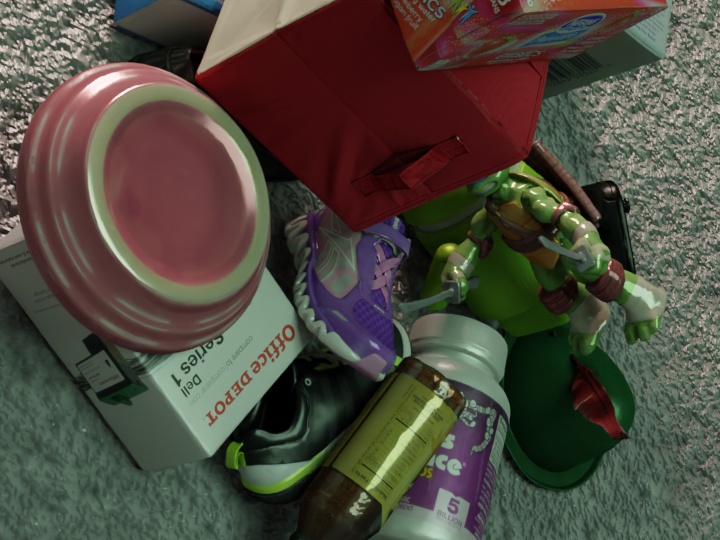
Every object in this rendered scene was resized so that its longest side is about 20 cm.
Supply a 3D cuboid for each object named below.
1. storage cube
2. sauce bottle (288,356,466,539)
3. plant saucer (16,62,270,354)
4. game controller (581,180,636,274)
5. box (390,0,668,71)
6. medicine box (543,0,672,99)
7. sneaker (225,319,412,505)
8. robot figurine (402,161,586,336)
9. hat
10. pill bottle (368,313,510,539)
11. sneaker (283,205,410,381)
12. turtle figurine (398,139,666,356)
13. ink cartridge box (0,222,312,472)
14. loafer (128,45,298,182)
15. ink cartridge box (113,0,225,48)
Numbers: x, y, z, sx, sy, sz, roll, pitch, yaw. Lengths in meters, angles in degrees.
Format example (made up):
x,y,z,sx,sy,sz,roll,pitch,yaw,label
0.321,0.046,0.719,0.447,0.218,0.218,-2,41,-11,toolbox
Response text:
x,y,z,sx,sy,sz,roll,pitch,yaw,label
0.017,-0.168,1.195,0.180,0.170,0.201,43,44,-29,storage cube
-0.001,0.158,1.224,0.066,0.066,0.200,44,77,-27,sauce bottle
-0.133,-0.046,1.113,0.200,0.051,0.202,15,68,-40,plant saucer
0.209,-0.024,1.483,0.042,0.200,0.105,-19,91,-4,game controller
0.109,-0.199,1.105,0.200,0.095,0.100,-13,82,-52,box
0.187,-0.272,1.514,0.103,0.182,0.201,31,58,-35,medicine box
-0.030,0.090,1.261,0.200,0.071,0.083,-51,131,-35,sneaker
0.112,-0.039,1.423,0.200,0.115,0.176,53,49,-20,robot figurine
0.228,0.108,1.451,0.165,0.176,0.201,39,54,-30,hat
0.057,0.140,1.322,0.112,0.112,0.201,36,55,-32,pill bottle
0.000,0.000,1.260,0.080,0.088,0.201,42,17,-31,sneaker
0.137,0.011,1.302,0.194,0.144,0.200,38,25,-26,turtle figurine
-0.145,0.020,1.178,0.200,0.084,0.146,55,48,-17,ink cartridge box
-0.086,-0.120,1.283,0.199,0.072,0.073,16,67,-41,loafer
-0.105,-0.268,1.297,0.144,0.084,0.201,19,65,-40,ink cartridge box
